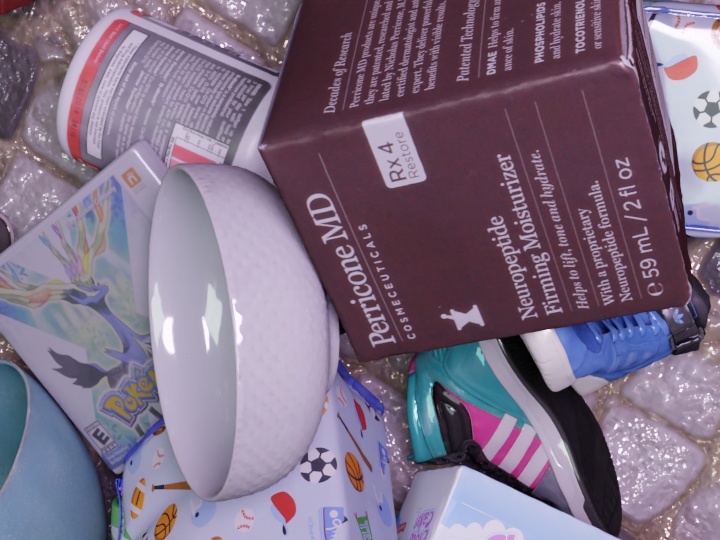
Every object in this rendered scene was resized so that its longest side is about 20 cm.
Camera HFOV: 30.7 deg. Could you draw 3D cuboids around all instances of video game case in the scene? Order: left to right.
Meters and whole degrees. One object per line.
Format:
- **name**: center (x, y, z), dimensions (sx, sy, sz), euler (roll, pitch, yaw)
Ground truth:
- **video game case**: center (-0.164, 0.033, 0.928), dimensions (0.199, 0.022, 0.183), euler (-33, 99, 31)

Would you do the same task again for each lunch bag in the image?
- **lunch bag**: center (-0.078, 0.174, 0.887), dimensions (0.198, 0.171, 0.124), euler (-23, 138, 17)
- **lunch bag**: center (0.182, -0.098, 0.870), dimensions (0.198, 0.076, 0.162), euler (6, 104, 13)

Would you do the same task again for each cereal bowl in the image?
- **cereal bowl**: center (-0.067, 0.033, 0.792), dimensions (0.082, 0.200, 0.203), euler (-6, 101, -22)

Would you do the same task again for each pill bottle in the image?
- **pill bottle**: center (-0.102, -0.095, 0.921), dimensions (0.198, 0.116, 0.117), euler (24, 105, 10)

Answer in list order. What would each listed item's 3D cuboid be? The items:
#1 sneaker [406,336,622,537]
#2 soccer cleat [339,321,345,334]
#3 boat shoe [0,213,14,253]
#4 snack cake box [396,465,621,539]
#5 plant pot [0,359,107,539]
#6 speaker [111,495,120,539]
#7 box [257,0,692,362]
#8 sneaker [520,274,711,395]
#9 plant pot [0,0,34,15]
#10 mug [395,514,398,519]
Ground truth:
- **sneaker**: center (0.095, 0.122, 0.930), dimensions (0.120, 0.084, 0.201), euler (-21, 110, 31)
- **soccer cleat**: center (0.000, 0.000, 0.948), dimensions (0.198, 0.074, 0.069), euler (-7, 129, 32)
- **boat shoe**: center (-0.363, 0.015, 1.041), dimensions (0.199, 0.057, 0.067), euler (-26, 93, 18)
- **snack cake box**: center (0.127, 0.204, 0.886), dimensions (0.198, 0.115, 0.068), euler (26, 76, -7)
- **plant pot**: center (-0.273, 0.190, 0.998), dimensions (0.199, 0.201, 0.135), euler (-34, 127, 18)
- **speaker**: center (-0.136, 0.266, 1.013), dimensions (0.087, 0.088, 0.202), euler (-9, 98, 16)
- **box**: center (0.073, -0.074, 0.747), dimensions (0.198, 0.165, 0.167), euler (-12, 128, 18)
- **sneaker**: center (0.163, 0.026, 0.837), dimensions (0.111, 0.200, 0.077), euler (-30, 69, 13)
- **plant pot**: center (-0.301, -0.269, 0.911), dimensions (0.198, 0.200, 0.178), euler (-2, 111, 15)
- **mug**: center (0.013, 0.268, 0.959), dimensions (0.183, 0.114, 0.154), euler (-2, 100, 15)
